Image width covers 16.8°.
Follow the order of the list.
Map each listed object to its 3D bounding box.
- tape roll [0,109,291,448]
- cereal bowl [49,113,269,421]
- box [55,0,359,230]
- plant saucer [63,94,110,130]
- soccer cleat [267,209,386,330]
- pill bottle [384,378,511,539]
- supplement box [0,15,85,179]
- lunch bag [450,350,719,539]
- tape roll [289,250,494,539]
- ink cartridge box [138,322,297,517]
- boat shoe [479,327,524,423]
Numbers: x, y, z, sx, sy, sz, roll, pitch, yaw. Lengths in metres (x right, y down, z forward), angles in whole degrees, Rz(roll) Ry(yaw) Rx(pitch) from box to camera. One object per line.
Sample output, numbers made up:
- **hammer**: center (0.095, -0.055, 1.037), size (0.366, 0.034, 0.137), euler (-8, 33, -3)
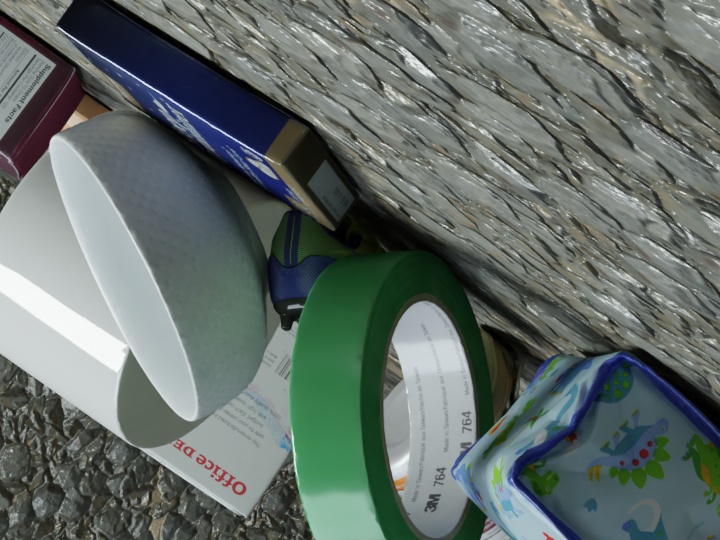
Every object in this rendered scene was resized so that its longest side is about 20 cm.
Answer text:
- **tape roll**: center (-0.155, 0.005, 1.721), size (0.139, 0.203, 0.203), euler (32, 173, 24)
- **cereal bowl**: center (-0.113, -0.012, 1.512), size (0.200, 0.083, 0.200), euler (55, 164, 25)
- **box**: center (-0.099, -0.100, 1.414), size (0.200, 0.032, 0.121), euler (34, 174, 21)
- **plant saucer**: center (-0.214, -0.107, 1.967), size (0.200, 0.032, 0.200), euler (35, 174, 4)
- **soccer cleat**: center (0.001, 0.000, 1.542), size (0.064, 0.084, 0.200), euler (-4, 175, 22)
- **pill bottle**: center (0.109, 0.168, 1.950), size (0.200, 0.113, 0.113), euler (37, 173, -22)
- **supplement box**: center (-0.309, -0.162, 1.796), size (0.200, 0.086, 0.110), euler (35, 174, 0)
- **lunch bag**: center (0.169, 0.143, 1.384), size (0.200, 0.127, 0.170), euler (45, 173, -3)
- **tape roll**: center (0.022, 0.089, 1.443), size (0.048, 0.201, 0.200), euler (-5, 155, 25)
- **ink cartridge box**: center (-0.112, 0.110, 2.277), size (0.145, 0.200, 0.145), euler (35, 174, -2)
- **boat shoe**: center (0.085, 0.080, 1.654), size (0.063, 0.073, 0.200), euler (29, -175, -4)
